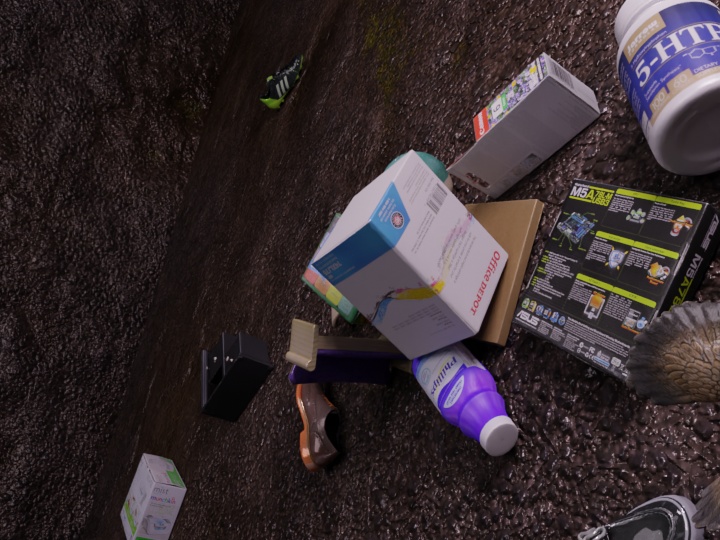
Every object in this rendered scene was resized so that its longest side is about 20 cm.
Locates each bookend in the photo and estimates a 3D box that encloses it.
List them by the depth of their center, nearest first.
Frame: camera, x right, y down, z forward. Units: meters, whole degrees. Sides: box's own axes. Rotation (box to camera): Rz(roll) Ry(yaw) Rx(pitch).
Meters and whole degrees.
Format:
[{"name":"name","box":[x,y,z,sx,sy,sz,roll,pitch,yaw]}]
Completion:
[{"name":"bookend","box":[-0.300,0.213,1.576,0.201,0.090,0.201,-52,31,26]}]

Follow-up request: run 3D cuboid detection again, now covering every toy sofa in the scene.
[{"name":"toy sofa","box":[-0.011,0.132,1.000,0.082,0.195,0.101,6,89,59]}]

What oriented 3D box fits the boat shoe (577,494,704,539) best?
[{"name":"boat shoe","box":[0.226,0.277,0.613,0.200,0.067,0.075,-51,32,30]}]

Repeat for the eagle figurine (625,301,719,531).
[{"name":"eagle figurine","box":[0.321,0.093,0.494,0.152,0.194,0.156,-46,-60,-80]}]

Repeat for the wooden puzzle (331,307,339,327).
[{"name":"wooden puzzle","box":[-0.012,-0.019,1.251,0.203,0.036,0.187,-57,18,22]}]

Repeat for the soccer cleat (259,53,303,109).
[{"name":"soccer cleat","box":[-0.249,-0.599,2.069,0.201,0.079,0.069,-52,32,28]}]

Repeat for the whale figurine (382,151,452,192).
[{"name":"whale figurine","box":[0.074,-0.149,1.128,0.157,0.105,0.200,-36,20,-4]}]

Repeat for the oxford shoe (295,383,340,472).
[{"name":"oxford shoe","box":[-0.067,0.253,1.177,0.072,0.071,0.204,-29,47,21]}]

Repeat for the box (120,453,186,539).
[{"name":"box","box":[-0.553,0.612,1.742,0.199,0.095,0.181,13,81,62]}]

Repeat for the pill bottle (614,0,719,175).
[{"name":"pill bottle","box":[0.342,-0.214,0.701,0.120,0.117,0.205,-42,37,38]}]

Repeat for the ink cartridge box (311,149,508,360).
[{"name":"ink cartridge box","box":[0.068,-0.014,0.877,0.145,0.200,0.148,-30,21,49]}]

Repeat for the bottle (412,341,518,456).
[{"name":"bottle","box":[0.135,0.160,0.862,0.085,0.064,0.201,-59,29,13]}]

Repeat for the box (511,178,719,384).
[{"name":"box","box":[0.278,0.006,0.740,0.198,0.047,0.199,-65,27,2]}]

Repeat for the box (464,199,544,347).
[{"name":"box","box":[0.177,0.000,0.947,0.162,0.021,0.206,4,74,61]}]

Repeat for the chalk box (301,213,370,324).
[{"name":"chalk box","box":[0.000,0.000,1.044,0.124,0.198,0.126,39,107,28]}]

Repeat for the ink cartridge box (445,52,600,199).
[{"name":"ink cartridge box","box":[0.219,-0.193,0.916,0.199,0.107,0.052,-40,38,41]}]
